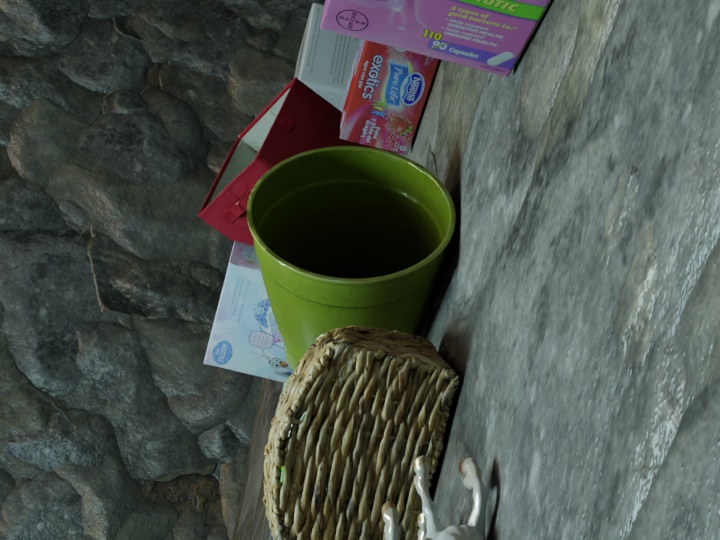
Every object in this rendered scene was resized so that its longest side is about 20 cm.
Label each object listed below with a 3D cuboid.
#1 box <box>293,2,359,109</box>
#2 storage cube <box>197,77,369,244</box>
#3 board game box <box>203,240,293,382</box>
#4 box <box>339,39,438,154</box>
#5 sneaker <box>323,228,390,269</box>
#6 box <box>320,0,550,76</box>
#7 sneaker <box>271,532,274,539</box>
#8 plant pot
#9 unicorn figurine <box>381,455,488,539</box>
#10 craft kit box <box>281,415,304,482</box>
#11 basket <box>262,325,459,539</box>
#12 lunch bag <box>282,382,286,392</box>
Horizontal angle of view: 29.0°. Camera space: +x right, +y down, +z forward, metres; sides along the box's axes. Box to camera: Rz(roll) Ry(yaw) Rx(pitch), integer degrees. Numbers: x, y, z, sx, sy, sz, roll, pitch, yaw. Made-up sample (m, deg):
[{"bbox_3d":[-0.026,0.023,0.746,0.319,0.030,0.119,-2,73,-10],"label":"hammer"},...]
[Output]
[{"bbox_3d":[-0.060,-0.369,2.682,0.200,0.130,0.200,112,169,-58],"label":"box"},{"bbox_3d":[-0.087,-0.122,1.935,0.171,0.180,0.200,-38,22,45],"label":"storage cube"},{"bbox_3d":[-0.080,0.065,1.721,0.200,0.198,0.043,111,170,-47],"label":"board game box"},{"bbox_3d":[0.043,-0.261,1.754,0.100,0.095,0.201,-87,12,-53],"label":"box"},{"bbox_3d":[0.000,0.000,1.553,0.200,0.106,0.075,107,173,-57],"label":"sneaker"},{"bbox_3d":[0.075,-0.271,1.152,0.200,0.175,0.097,116,165,-62],"label":"box"},{"bbox_3d":[-0.065,0.348,1.542,0.200,0.087,0.075,-116,41,-78],"label":"sneaker"},{"bbox_3d":[-0.012,0.013,1.392,0.201,0.199,0.193,-84,-2,-47],"label":"plant pot"},{"bbox_3d":[0.053,0.199,0.953,0.200,0.074,0.138,89,177,-50],"label":"unicorn figurine"},{"bbox_3d":[-0.052,0.161,1.569,0.198,0.048,0.201,108,173,-62],"label":"craft kit box"},{"bbox_3d":[-0.011,0.151,1.216,0.149,0.142,0.201,-126,49,-80],"label":"basket"},{"bbox_3d":[-0.054,0.086,1.991,0.161,0.077,0.201,-91,15,-59],"label":"lunch bag"}]
